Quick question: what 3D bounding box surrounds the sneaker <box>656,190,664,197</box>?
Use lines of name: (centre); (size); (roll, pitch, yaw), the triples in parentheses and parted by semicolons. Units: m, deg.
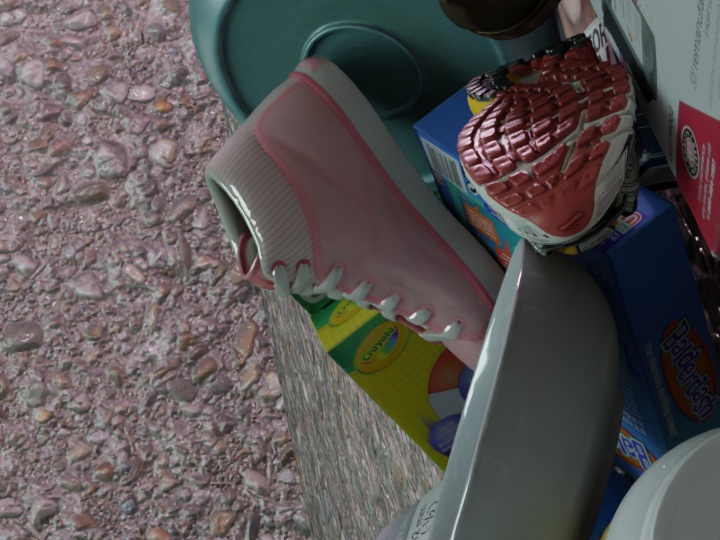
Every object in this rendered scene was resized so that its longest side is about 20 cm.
sneaker: (0.115, -0.070, 1.381); (0.200, 0.073, 0.115); (-133, 32, -52)

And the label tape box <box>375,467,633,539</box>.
label tape box: (0.079, 0.182, 1.363); (0.200, 0.143, 0.066); (-42, 17, 37)

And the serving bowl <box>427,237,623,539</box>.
serving bowl: (0.077, 0.089, 1.155); (0.200, 0.066, 0.201); (16, -90, -89)

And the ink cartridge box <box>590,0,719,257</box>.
ink cartridge box: (0.151, -0.128, 1.016); (0.148, 0.085, 0.200); (87, 166, -46)

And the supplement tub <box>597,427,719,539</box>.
supplement tub: (0.166, 0.149, 1.082); (0.200, 0.145, 0.146); (102, 155, -68)

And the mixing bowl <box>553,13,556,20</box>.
mixing bowl: (0.053, -0.145, 1.373); (0.108, 0.200, 0.200); (44, 168, 2)

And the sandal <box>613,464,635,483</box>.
sandal: (0.156, 0.134, 1.432); (0.201, 0.048, 0.075); (96, 161, -64)

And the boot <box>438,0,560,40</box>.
boot: (0.085, -0.197, 1.115); (0.200, 0.075, 0.097); (-68, -18, 10)

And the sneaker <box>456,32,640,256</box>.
sneaker: (0.093, -0.045, 1.081); (0.200, 0.078, 0.082); (-70, -43, -74)

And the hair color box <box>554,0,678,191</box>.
hair color box: (0.128, -0.143, 1.212); (0.100, 0.060, 0.200); (124, 134, -77)

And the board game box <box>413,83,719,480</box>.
board game box: (0.112, 0.017, 1.264); (0.152, 0.045, 0.200); (37, 157, 43)

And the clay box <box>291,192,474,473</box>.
clay box: (0.061, 0.044, 1.426); (0.200, 0.115, 0.048); (46, -170, -33)

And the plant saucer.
plant saucer: (0.004, -0.108, 1.289); (0.200, 0.200, 0.027); (88, -164, -47)

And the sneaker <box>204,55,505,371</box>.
sneaker: (0.000, 0.000, 1.270); (0.200, 0.105, 0.075); (52, 164, -9)
